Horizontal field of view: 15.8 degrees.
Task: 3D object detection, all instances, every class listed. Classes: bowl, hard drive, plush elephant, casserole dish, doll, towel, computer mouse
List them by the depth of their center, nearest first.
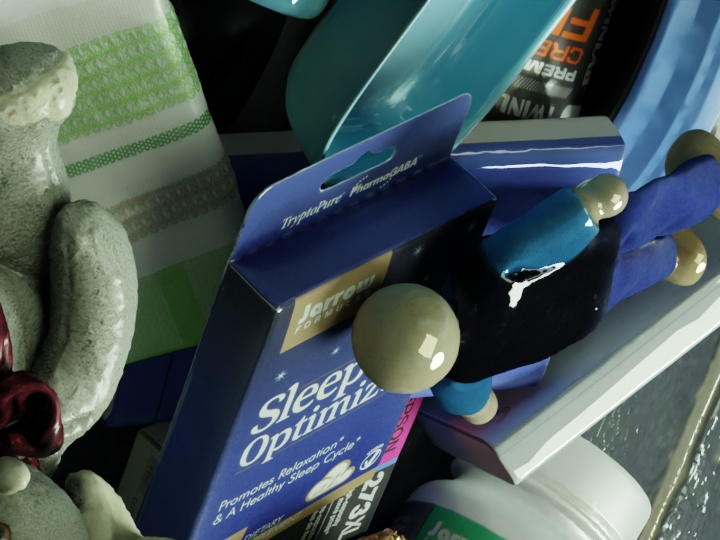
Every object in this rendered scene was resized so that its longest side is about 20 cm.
[{"bbox_3d":[-0.141,0.057,0.872,0.164,0.155,0.201,-19,133,-5],"label":"plush elephant"},{"bbox_3d":[-0.123,-0.032,0.925,0.148,0.031,0.201,-20,130,0],"label":"towel"},{"bbox_3d":[0.041,-0.108,0.939,0.200,0.039,0.121,-53,160,20],"label":"casserole dish"},{"bbox_3d":[0.069,0.007,0.991,0.199,0.048,0.137,-22,152,-47],"label":"doll"},{"bbox_3d":[-0.058,-0.061,1.042,0.140,0.046,0.201,41,73,-49],"label":"computer mouse"},{"bbox_3d":[0.000,0.000,1.048,0.199,0.025,0.133,-4,131,-27],"label":"hard drive"},{"bbox_3d":[0.123,-0.120,1.141,0.039,0.201,0.202,17,93,-13],"label":"bowl"},{"bbox_3d":[0.123,0.019,1.182,0.200,0.132,0.027,-37,102,-9],"label":"hard drive"}]

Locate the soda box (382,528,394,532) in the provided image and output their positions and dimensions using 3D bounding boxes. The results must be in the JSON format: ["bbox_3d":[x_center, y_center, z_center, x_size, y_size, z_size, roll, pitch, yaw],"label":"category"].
[{"bbox_3d":[-0.043,0.201,1.105,0.199,0.070,0.064,-34,132,-10],"label":"soda box"}]

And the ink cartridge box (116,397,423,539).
[{"bbox_3d":[-0.029,0.086,1.129,0.199,0.037,0.095,-21,142,-46],"label":"ink cartridge box"}]

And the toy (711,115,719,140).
[{"bbox_3d":[0.148,-0.059,1.270,0.115,0.047,0.200,-41,163,-22],"label":"toy"}]

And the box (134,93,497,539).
[{"bbox_3d":[-0.016,0.031,0.982,0.121,0.032,0.201,-27,149,-40],"label":"box"}]

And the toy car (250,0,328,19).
[{"bbox_3d":[-0.026,-0.211,0.966,0.185,0.176,0.200,-64,173,12],"label":"toy car"}]

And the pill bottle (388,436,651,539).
[{"bbox_3d":[0.047,0.171,1.217,0.201,0.113,0.113,-57,140,-18],"label":"pill bottle"}]

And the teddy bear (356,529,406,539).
[{"bbox_3d":[-0.061,0.161,1.018,0.199,0.145,0.067,-12,81,-46],"label":"teddy bear"}]

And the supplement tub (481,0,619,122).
[{"bbox_3d":[0.049,-0.098,1.102,0.107,0.107,0.201,4,108,-51],"label":"supplement tub"}]
